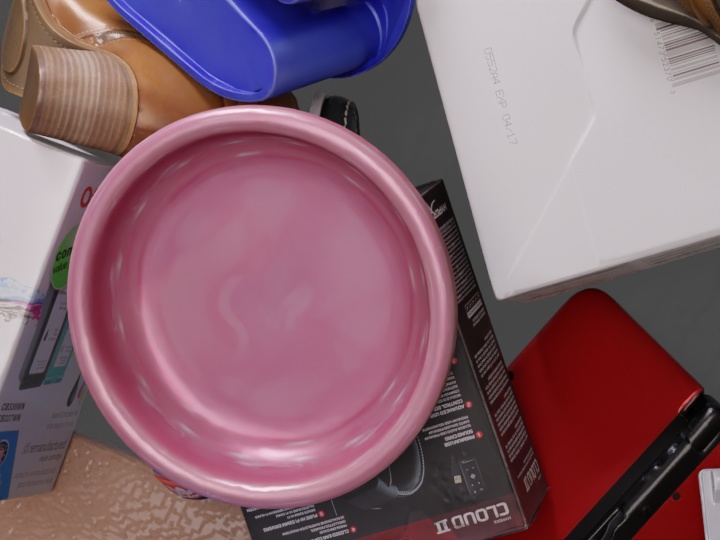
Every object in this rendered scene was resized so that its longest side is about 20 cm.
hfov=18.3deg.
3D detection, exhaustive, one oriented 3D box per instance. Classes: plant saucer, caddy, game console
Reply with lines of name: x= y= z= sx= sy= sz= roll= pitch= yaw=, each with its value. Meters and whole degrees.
plant saucer: x=-0.046 y=0.016 z=1.115 sx=0.199 sy=0.051 sz=0.202 roll=3 pitch=101 yaw=14
caddy: x=-0.058 y=-0.183 z=1.193 sx=0.200 sy=0.105 sz=0.142 roll=41 pitch=135 yaw=22
game console: x=0.135 y=0.146 z=1.234 sx=0.172 sy=0.119 sz=0.200 roll=39 pitch=98 yaw=-20

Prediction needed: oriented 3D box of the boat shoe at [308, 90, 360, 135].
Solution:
boat shoe: x=0.000 y=0.000 z=1.245 sx=0.060 sy=0.076 sz=0.202 roll=0 pitch=100 yaw=10

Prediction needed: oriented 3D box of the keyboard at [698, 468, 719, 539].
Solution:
keyboard: x=0.276 y=0.128 z=1.167 sx=0.198 sy=0.011 sz=0.057 roll=-2 pitch=79 yaw=-7

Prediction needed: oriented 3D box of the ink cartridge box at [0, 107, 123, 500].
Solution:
ink cartridge box: x=-0.227 y=0.010 z=1.256 sx=0.145 sy=0.147 sz=0.201 roll=21 pitch=94 yaw=13

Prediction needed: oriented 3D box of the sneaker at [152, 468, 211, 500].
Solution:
sneaker: x=-0.089 y=0.030 z=1.255 sx=0.074 sy=0.084 sz=0.202 roll=-2 pitch=87 yaw=13

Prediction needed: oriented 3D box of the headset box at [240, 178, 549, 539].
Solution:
headset box: x=0.002 y=0.072 z=1.179 sx=0.148 sy=0.077 sz=0.201 roll=-18 pitch=97 yaw=17

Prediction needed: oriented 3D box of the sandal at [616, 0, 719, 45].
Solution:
sandal: x=0.185 y=-0.140 z=1.100 sx=0.200 sy=0.055 sz=0.082 roll=41 pitch=92 yaw=8

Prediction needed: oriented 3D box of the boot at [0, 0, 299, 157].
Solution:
boot: x=-0.119 y=-0.120 z=1.263 sx=0.154 sy=0.200 sz=0.077 roll=8 pitch=112 yaw=-20

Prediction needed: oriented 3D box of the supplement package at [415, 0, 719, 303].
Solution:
supplement package: x=0.128 y=-0.100 z=1.196 sx=0.155 sy=0.111 sz=0.201 roll=-16 pitch=85 yaw=12
